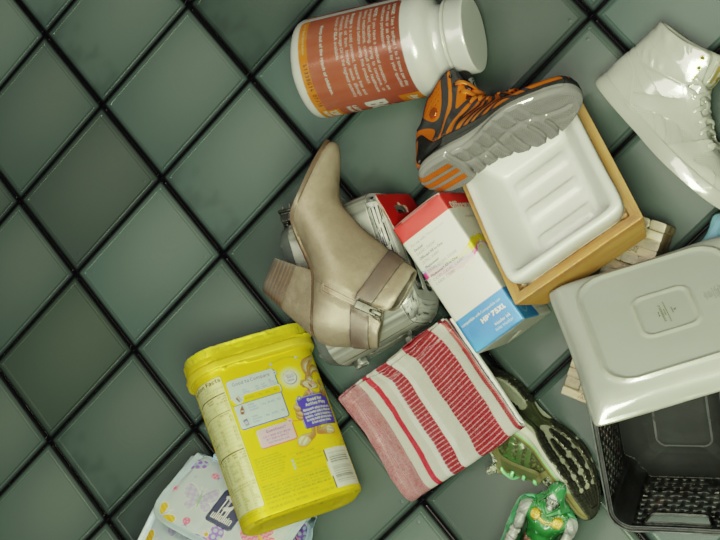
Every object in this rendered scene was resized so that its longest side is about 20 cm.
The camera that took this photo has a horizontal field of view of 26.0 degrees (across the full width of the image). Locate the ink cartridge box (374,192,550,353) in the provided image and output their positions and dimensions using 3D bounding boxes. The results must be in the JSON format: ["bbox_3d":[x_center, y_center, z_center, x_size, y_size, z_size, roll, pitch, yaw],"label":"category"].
[{"bbox_3d":[0.109,-0.017,1.660,0.067,0.116,0.201,-37,80,19],"label":"ink cartridge box"}]

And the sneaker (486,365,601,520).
[{"bbox_3d":[0.175,0.196,1.668,0.200,0.077,0.089,49,124,21],"label":"sneaker"}]

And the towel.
[{"bbox_3d":[0.073,0.152,1.677,0.145,0.023,0.200,55,133,5],"label":"towel"}]

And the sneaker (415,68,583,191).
[{"bbox_3d":[0.133,-0.173,1.614,0.199,0.077,0.113,-26,52,27],"label":"sneaker"}]

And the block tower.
[{"bbox_3d":[0.269,0.042,1.630,0.054,0.058,0.202,20,95,22],"label":"block tower"}]

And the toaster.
[{"bbox_3d":[0.000,0.000,1.718,0.128,0.114,0.201,-23,78,17],"label":"toaster"}]

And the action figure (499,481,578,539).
[{"bbox_3d":[0.179,0.301,1.630,0.117,0.055,0.201,20,118,12],"label":"action figure"}]

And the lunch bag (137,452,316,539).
[{"bbox_3d":[-0.163,0.325,1.774,0.169,0.127,0.201,27,87,20],"label":"lunch bag"}]

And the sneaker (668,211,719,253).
[{"bbox_3d":[0.338,0.027,1.602,0.200,0.078,0.090,-52,55,8],"label":"sneaker"}]

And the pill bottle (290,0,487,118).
[{"bbox_3d":[0.032,-0.238,1.707,0.198,0.112,0.113,-9,85,23],"label":"pill bottle"}]

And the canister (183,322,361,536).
[{"bbox_3d":[-0.097,0.176,1.730,0.147,0.087,0.201,-15,71,-17],"label":"canister"}]

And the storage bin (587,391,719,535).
[{"bbox_3d":[0.307,0.153,1.541,0.134,0.094,0.201,-1,121,23],"label":"storage bin"}]

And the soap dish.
[{"bbox_3d":[0.198,-0.074,1.614,0.157,0.081,0.201,-35,48,18],"label":"soap dish"}]

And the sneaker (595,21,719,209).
[{"bbox_3d":[0.342,-0.164,1.593,0.116,0.074,0.200,-45,71,19],"label":"sneaker"}]

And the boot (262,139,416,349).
[{"bbox_3d":[-0.010,-0.020,1.636,0.145,0.070,0.202,21,91,15],"label":"boot"}]

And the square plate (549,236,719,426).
[{"bbox_3d":[0.291,0.046,1.479,0.197,0.029,0.201,-18,38,5],"label":"square plate"}]
